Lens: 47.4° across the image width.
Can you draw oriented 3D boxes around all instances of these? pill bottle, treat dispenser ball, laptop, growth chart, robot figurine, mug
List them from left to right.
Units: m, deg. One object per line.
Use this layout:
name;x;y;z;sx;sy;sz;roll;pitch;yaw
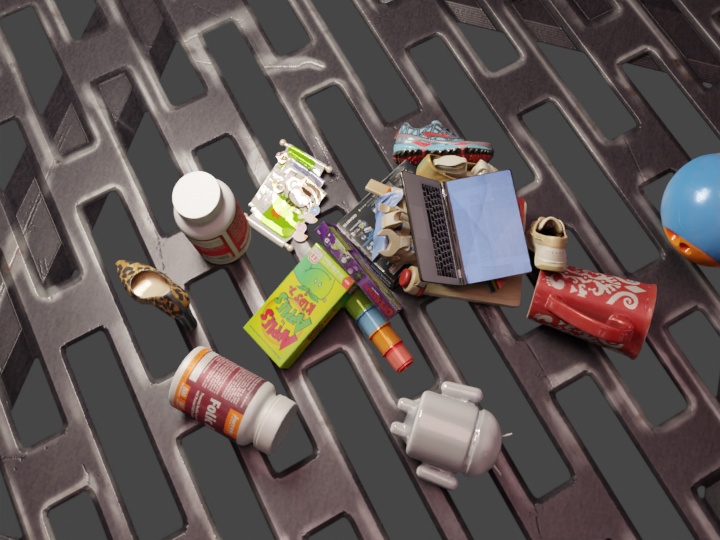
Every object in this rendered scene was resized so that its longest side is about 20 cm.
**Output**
pill bottle;-0.267;-0.094;1.461;0.110;0.200;0.115;-1;71;4
pill bottle;-0.213;0.222;1.384;0.197;0.115;0.115;26;70;11
growth chart;-0.137;-0.144;1.582;0.143;0.018;0.202;24;72;11
robot figurine;0.149;0.271;1.360;0.196;0.113;0.173;18;84;8
laptop;0.180;-0.081;1.385;0.114;0.198;0.191;-19;74;34
mug;0.398;0.056;1.417;0.196;0.178;0.136;18;81;12
treat dispenser ball;0.639;-0.106;1.460;0.196;0.202;0.205;0;68;1

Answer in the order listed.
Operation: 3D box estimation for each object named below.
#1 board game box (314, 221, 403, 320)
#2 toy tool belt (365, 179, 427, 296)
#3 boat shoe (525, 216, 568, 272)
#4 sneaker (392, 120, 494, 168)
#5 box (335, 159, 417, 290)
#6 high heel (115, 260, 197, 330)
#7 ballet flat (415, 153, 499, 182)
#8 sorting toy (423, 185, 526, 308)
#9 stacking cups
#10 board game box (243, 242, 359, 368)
board game box;0.000;0.000;1.447;0.032;0.120;0.201;-40;84;11
toy tool belt;0.057;-0.060;1.431;0.121;0.125;0.204;16;58;-21
boat shoe;0.336;-0.060;1.456;0.072;0.201;0.071;7;110;1
sneaker;0.162;-0.252;1.590;0.195;0.080;0.097;4;66;2
box;0.074;-0.088;1.542;0.159;0.046;0.200;42;74;15
high heel;-0.373;0.019;1.451;0.199;0.143;0.072;36;72;14
ballet flat;0.203;-0.180;1.541;0.196;0.063;0.070;4;52;-16
sorting toy;0.207;-0.050;1.479;0.196;0.070;0.203;8;77;-8
stacking cups;0.019;0.094;1.464;0.060;0.061;0.201;-31;72;-12
board game box;-0.103;0.063;1.448;0.101;0.048;0.201;43;94;16
